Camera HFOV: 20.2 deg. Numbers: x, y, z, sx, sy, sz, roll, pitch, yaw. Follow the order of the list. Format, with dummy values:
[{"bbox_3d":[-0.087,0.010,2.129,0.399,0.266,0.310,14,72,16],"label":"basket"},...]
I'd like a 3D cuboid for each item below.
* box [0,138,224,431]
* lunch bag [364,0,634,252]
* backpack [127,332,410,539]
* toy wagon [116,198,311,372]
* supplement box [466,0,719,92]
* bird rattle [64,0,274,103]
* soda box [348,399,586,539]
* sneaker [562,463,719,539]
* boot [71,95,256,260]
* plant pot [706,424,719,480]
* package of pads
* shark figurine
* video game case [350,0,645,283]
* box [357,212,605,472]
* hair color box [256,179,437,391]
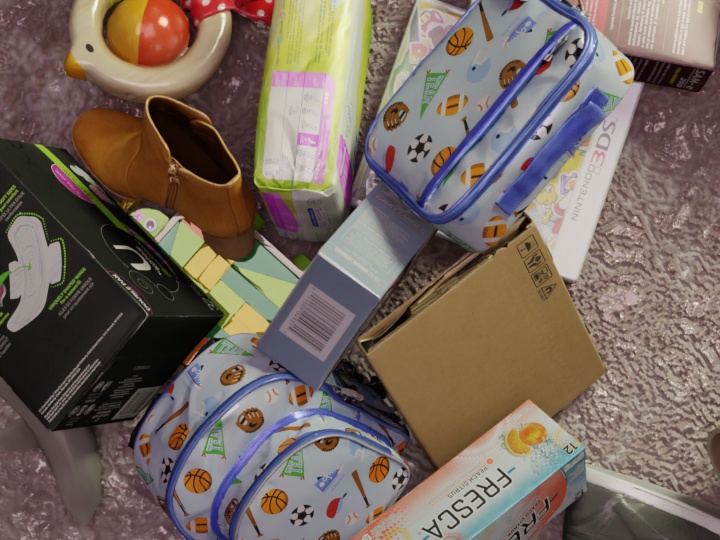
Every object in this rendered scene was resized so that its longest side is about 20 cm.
[{"bbox_3d":[-0.235,0.009,1.563,0.200,0.148,0.124,45,103,14],"label":"box"},{"bbox_3d":[0.105,-0.120,1.504,0.075,0.160,0.200,35,98,-37],"label":"lunch bag"},{"bbox_3d":[-0.072,0.147,1.548,0.190,0.154,0.200,33,92,-35],"label":"backpack"},{"bbox_3d":[-0.130,0.015,1.640,0.200,0.040,0.155,42,89,3],"label":"toy wagon"},{"bbox_3d":[0.188,-0.218,1.617,0.199,0.061,0.109,11,76,1],"label":"supplement box"},{"bbox_3d":[-0.158,-0.208,1.617,0.199,0.113,0.164,15,72,-8],"label":"bird rattle"},{"bbox_3d":[0.082,0.191,1.558,0.200,0.064,0.068,-36,55,-19],"label":"soda box"},{"bbox_3d":[0.247,0.230,1.596,0.199,0.071,0.100,19,93,21],"label":"sneaker"},{"bbox_3d":[-0.157,-0.099,1.574,0.201,0.144,0.071,37,70,21],"label":"boot"},{"bbox_3d":[0.406,0.131,1.564,0.200,0.187,0.187,-40,87,-13],"label":"plant pot"},{"bbox_3d":[-0.036,-0.137,1.571,0.068,0.155,0.201,5,77,5],"label":"package of pads"},{"bbox_3d":[-0.287,0.101,1.620,0.214,0.090,0.129,28,88,1],"label":"shark figurine"},{"bbox_3d":[0.111,-0.107,1.646,0.199,0.023,0.183,19,88,3],"label":"video game case"},{"bbox_3d":[0.097,0.068,1.561,0.163,0.200,0.021,-38,47,-6],"label":"box"},{"bbox_3d":[0.000,0.000,1.546,0.061,0.200,0.099,36,120,2],"label":"hair color box"}]
